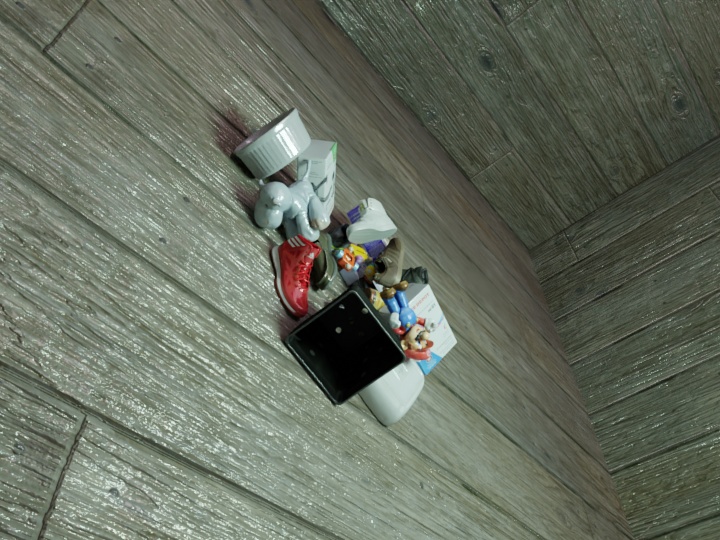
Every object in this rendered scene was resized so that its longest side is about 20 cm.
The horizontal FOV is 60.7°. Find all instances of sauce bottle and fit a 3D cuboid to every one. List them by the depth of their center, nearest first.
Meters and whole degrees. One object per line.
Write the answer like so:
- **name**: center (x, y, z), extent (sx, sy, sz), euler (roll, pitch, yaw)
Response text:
- **sauce bottle**: center (0.083, 0.110, 1.699), extent (0.199, 0.066, 0.067), euler (26, 37, -34)

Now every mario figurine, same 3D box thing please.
- **mario figurine**: center (0.131, 0.127, 1.523), extent (0.202, 0.122, 0.106), euler (65, -7, -5)

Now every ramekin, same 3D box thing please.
- **ramekin**: center (-0.226, -0.329, 1.612), extent (0.098, 0.199, 0.201), euler (55, 23, -20)

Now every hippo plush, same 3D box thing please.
- **hippo plush**: center (-0.173, -0.156, 1.527), extent (0.159, 0.201, 0.160), euler (43, 25, 26)

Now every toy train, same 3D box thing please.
- **toy train**: center (0.000, 0.000, 1.690), extent (0.199, 0.055, 0.151), euler (39, 26, -24)

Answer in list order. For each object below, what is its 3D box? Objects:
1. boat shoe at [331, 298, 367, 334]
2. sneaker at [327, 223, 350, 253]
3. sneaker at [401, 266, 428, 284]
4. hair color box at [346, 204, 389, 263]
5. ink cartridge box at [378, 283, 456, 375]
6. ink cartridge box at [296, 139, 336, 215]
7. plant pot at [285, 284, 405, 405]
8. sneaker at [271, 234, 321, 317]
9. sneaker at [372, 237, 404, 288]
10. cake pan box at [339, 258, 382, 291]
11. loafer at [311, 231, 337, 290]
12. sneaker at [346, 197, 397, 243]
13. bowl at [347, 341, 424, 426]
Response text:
- **boat shoe**: center (-0.003, 0.132, 1.624), extent (0.199, 0.071, 0.066), euler (33, 66, -40)
- **sneaker**: center (-0.045, -0.099, 1.807), extent (0.074, 0.081, 0.200), euler (57, 24, 1)
- **sneaker**: center (0.139, 0.021, 1.918), extent (0.199, 0.113, 0.077), euler (41, -27, 50)
- **hair color box**: center (0.041, -0.095, 1.850), extent (0.202, 0.064, 0.109), euler (63, 13, 11)
- **ink cartridge box**: center (0.154, 0.156, 1.659), extent (0.144, 0.084, 0.202), euler (-40, 112, -28)
- **ink cartridge box**: center (-0.121, -0.240, 1.695), extent (0.146, 0.083, 0.202), euler (-72, 168, -59)
- **plant pot**: center (-0.026, 0.149, 1.428), extent (0.201, 0.199, 0.178), euler (52, 14, -10)
- **sneaker**: center (-0.142, 0.002, 1.458), extent (0.078, 0.115, 0.202), euler (17, 46, -55)
- **sneaker**: center (0.076, -0.033, 1.702), extent (0.075, 0.071, 0.201), euler (20, 37, -12)
- **cake pan box**: center (0.035, 0.058, 1.808), extent (0.186, 0.052, 0.199), euler (59, 25, 9)
- **loafer**: center (-0.113, -0.030, 1.623), extent (0.069, 0.075, 0.201), euler (25, 33, -31)
- **sneaker**: center (0.010, -0.144, 1.734), extent (0.199, 0.074, 0.117), euler (-9, 65, -52)
- **bowl**: center (0.079, 0.265, 1.555), extent (0.201, 0.074, 0.200), euler (56, 40, -5)
